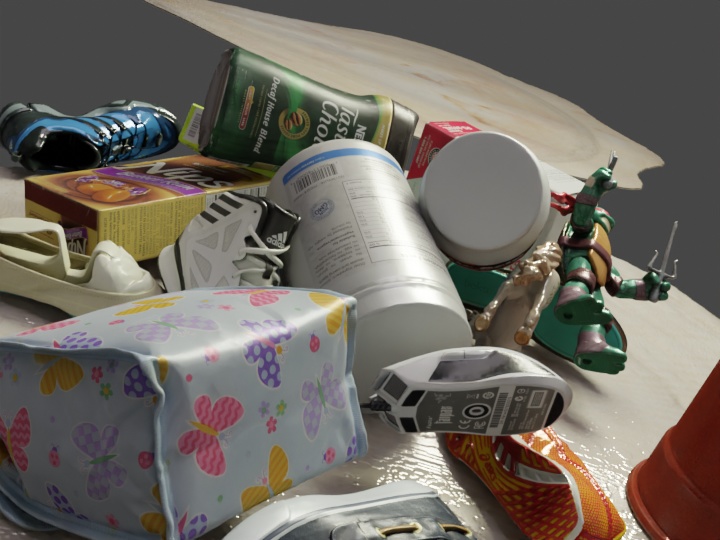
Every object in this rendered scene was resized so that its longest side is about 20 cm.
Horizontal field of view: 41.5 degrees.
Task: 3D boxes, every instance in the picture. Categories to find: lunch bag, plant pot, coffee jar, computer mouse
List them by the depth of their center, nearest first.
[{"bbox_3d":[-0.122,0.077,0.558,0.199,0.128,0.169,3,11,36],"label":"lunch bag"},{"bbox_3d":[0.044,0.080,0.653,0.199,0.110,0.044,1,48,-6],"label":"computer mouse"},{"bbox_3d":[0.335,0.127,0.720,0.200,0.196,0.201,16,22,-7],"label":"plant pot"},{"bbox_3d":[-0.046,-0.132,0.900,0.199,0.105,0.085,14,-1,-21],"label":"coffee jar"}]

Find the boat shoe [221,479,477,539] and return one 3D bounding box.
[{"bbox_3d":[0.004,0.169,0.513,0.091,0.071,0.200,31,22,36],"label":"boat shoe"}]

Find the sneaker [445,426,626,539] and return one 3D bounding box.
[{"bbox_3d":[0.121,0.140,0.712,0.077,0.073,0.200,30,18,-34],"label":"sneaker"}]

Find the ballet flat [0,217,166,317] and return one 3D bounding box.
[{"bbox_3d":[-0.223,0.000,0.734,0.199,0.070,0.070,17,22,-7],"label":"ballet flat"}]

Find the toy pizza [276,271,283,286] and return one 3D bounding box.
[{"bbox_3d":[-0.040,0.002,0.928,0.200,0.032,0.200,18,21,-7],"label":"toy pizza"}]

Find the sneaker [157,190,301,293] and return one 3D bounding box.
[{"bbox_3d":[-0.087,0.012,0.709,0.076,0.115,0.201,20,30,-41],"label":"sneaker"}]

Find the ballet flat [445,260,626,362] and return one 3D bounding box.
[{"bbox_3d":[0.179,0.034,0.969,0.200,0.068,0.068,27,9,17],"label":"ballet flat"}]

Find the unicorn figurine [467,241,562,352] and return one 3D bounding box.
[{"bbox_3d":[0.124,0.049,0.843,0.074,0.200,0.137,41,41,-3],"label":"unicorn figurine"}]

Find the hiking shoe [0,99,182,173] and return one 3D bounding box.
[{"bbox_3d":[-0.278,-0.131,1.008,0.199,0.075,0.087,-9,41,-32],"label":"hiking shoe"}]

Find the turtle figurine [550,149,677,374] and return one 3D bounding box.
[{"bbox_3d":[0.228,-0.010,0.894,0.150,0.101,0.200,44,46,-25],"label":"turtle figurine"}]

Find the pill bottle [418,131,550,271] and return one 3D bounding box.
[{"bbox_3d":[0.111,-0.059,0.852,0.114,0.115,0.200,23,1,8],"label":"pill bottle"}]

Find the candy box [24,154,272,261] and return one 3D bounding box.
[{"bbox_3d":[-0.186,-0.059,0.867,0.116,0.057,0.200,21,24,37],"label":"candy box"}]

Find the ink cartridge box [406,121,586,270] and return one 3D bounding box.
[{"bbox_3d":[0.147,-0.065,1.083,0.200,0.146,0.083,34,26,33],"label":"ink cartridge box"}]

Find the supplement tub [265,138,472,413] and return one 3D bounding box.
[{"bbox_3d":[0.000,0.000,0.773,0.132,0.132,0.200,7,42,-27],"label":"supplement tub"}]

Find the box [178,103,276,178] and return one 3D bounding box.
[{"bbox_3d":[-0.109,-0.122,1.046,0.122,0.048,0.200,23,1,9],"label":"box"}]
